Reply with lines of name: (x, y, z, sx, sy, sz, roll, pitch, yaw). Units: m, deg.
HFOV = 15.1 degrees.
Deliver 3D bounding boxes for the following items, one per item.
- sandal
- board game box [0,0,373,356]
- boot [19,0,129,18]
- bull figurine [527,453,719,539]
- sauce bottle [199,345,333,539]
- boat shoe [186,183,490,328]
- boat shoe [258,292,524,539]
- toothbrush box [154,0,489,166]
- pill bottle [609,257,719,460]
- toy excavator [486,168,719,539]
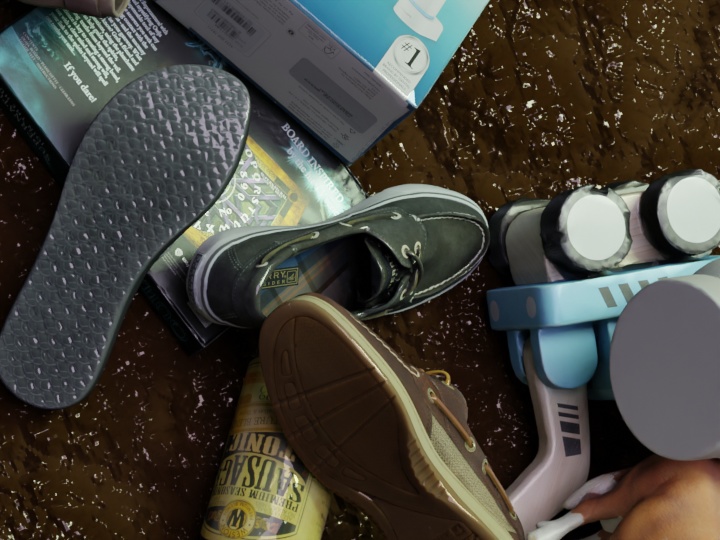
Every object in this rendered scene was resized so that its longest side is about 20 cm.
sandal: (-0.128, -0.023, 1.415, 0.076, 0.043, 0.201, 34, 93, 2)
board game box: (-0.100, -0.073, 1.469, 0.135, 0.028, 0.201, -38, 93, -26)
boot: (-0.136, -0.231, 1.439, 0.146, 0.070, 0.201, 29, 84, 20)
bull figurine: (0.149, 0.163, 1.398, 0.121, 0.200, 0.065, -21, 114, 16)
sauce bottle: (-0.049, 0.134, 1.421, 0.066, 0.066, 0.201, 20, 69, -17)
boat shoe: (0.000, 0.000, 1.454, 0.199, 0.056, 0.069, -13, 111, -38)
boat shoe: (0.022, 0.086, 1.411, 0.200, 0.072, 0.072, 50, 32, -14)
toothbrush box: (0.003, -0.184, 1.491, 0.146, 0.085, 0.201, 39, 57, -10)
pill bottle: (0.234, 0.045, 1.458, 0.199, 0.116, 0.117, -4, 78, -42)
toy excavator: (0.119, 0.056, 1.501, 0.193, 0.100, 0.202, -10, 90, -23)
